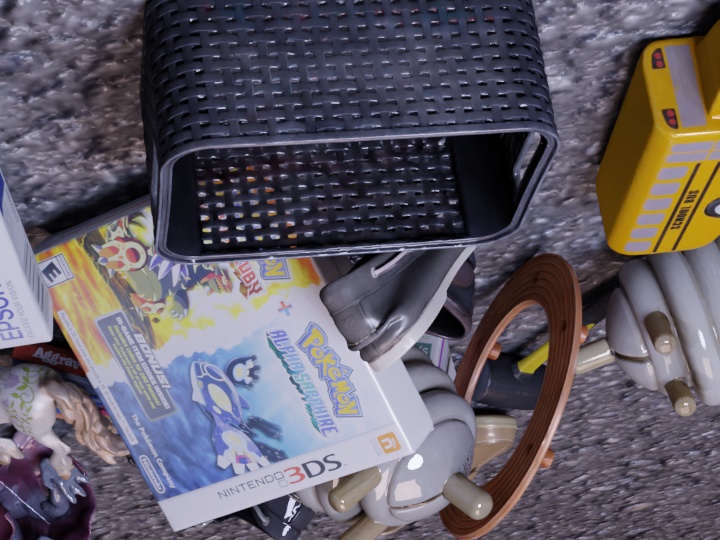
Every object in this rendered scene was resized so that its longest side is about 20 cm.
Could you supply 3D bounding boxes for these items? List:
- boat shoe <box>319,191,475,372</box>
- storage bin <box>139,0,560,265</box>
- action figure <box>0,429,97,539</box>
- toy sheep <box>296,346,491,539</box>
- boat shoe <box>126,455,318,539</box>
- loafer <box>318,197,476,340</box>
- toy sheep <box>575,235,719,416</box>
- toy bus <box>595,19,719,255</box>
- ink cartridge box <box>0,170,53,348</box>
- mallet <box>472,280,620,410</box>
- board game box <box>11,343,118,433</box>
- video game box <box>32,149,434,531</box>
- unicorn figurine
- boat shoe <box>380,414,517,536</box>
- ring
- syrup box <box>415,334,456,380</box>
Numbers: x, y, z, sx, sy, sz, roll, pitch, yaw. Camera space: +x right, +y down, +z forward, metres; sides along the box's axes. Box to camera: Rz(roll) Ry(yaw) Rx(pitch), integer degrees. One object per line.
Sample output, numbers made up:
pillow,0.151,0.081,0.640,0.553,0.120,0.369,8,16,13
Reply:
boat shoe,0.029,-0.016,1.066,0.067,0.200,0.057,-38,101,30
storage bin,-0.010,-0.077,0.956,0.200,0.094,0.135,-5,156,-10
action figure,-0.297,0.198,1.480,0.200,0.134,0.149,3,136,54
toy sheep,0.006,0.108,1.205,0.138,0.200,0.138,-35,145,-29
boat shoe,-0.116,0.168,1.434,0.200,0.063,0.073,9,159,37
loafer,0.000,0.000,1.171,0.200,0.063,0.072,12,149,-39
toy sheep,0.234,0.029,1.232,0.200,0.138,0.138,-16,156,4
toy bus,0.191,-0.079,1.054,0.078,0.065,0.200,-4,157,-5
ink cartridge box,-0.289,-0.013,1.019,0.200,0.041,0.200,-9,143,1
mallet,0.143,0.049,1.374,0.066,0.041,0.200,5,149,-23
board game box,-0.148,0.099,1.319,0.200,0.019,0.103,15,154,0
video game box,-0.080,0.043,1.101,0.182,0.200,0.047,-22,-167,25
unicorn figurine,-0.264,0.094,1.285,0.200,0.074,0.137,-11,145,20
boat shoe,0.069,0.178,1.601,0.071,0.065,0.200,8,152,-33
ring,0.101,0.085,1.234,0.019,0.201,0.200,21,148,-15
syrup box,0.030,0.106,1.384,0.079,0.082,0.200,5,158,11
